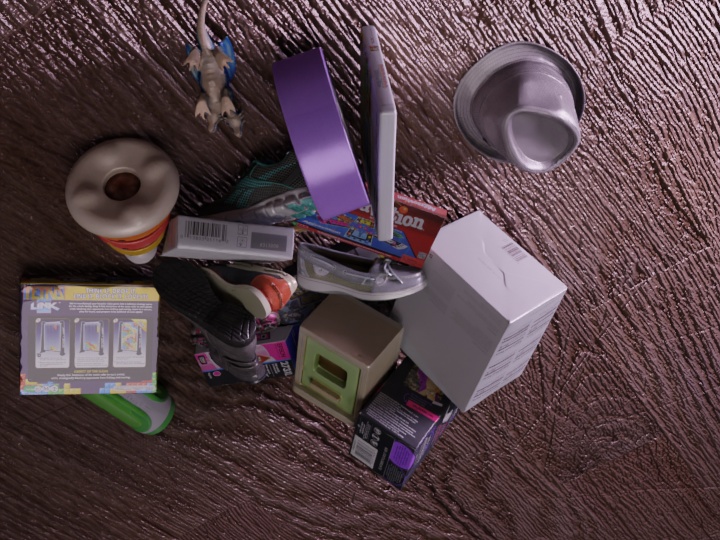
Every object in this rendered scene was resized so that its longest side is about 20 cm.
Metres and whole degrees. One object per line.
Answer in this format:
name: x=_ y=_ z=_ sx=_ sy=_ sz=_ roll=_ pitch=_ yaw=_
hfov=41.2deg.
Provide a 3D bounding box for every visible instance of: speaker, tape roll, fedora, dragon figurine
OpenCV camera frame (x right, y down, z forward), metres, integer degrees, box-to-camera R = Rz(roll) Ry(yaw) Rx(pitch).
speaker: x=-0.387 y=0.187 z=1.528 sx=0.088 sy=0.089 sz=0.200 roll=-30 pitch=134 yaw=15
tape roll: x=-0.047 y=-0.168 z=1.184 sx=0.065 sy=0.202 sz=0.201 roll=-18 pitch=136 yaw=4
fedora: x=0.228 y=-0.204 z=1.305 sx=0.176 sy=0.091 sz=0.200 roll=-35 pitch=133 yaw=19
dragon figurine: x=-0.181 y=-0.248 z=1.169 sx=0.058 sy=0.100 sz=0.203 roll=-10 pitch=117 yaw=-3

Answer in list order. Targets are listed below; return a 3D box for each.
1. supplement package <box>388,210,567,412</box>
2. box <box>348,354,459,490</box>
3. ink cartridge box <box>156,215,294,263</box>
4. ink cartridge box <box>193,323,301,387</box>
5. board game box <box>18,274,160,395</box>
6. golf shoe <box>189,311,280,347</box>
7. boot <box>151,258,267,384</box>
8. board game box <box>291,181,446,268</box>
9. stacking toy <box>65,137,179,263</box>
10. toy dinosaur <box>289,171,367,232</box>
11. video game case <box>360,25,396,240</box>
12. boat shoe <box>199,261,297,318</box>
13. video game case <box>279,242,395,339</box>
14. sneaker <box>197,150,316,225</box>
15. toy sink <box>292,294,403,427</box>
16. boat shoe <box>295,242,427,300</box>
supplement package: x=0.170 y=0.060 z=1.452 sx=0.146 sy=0.191 sz=0.202 roll=-24 pitch=147 yaw=-38
box: x=0.083 y=0.220 z=1.505 sx=0.105 sy=0.200 sz=0.123 roll=32 pitch=138 yaw=16
ink cartridge box: x=-0.193 y=-0.039 z=1.335 sx=0.158 sy=0.048 sz=0.200 roll=5 pitch=178 yaw=-20
ink cartridge box: x=-0.163 y=0.138 z=1.559 sx=0.197 sy=0.037 sz=0.095 roll=-11 pitch=138 yaw=4
board game box: x=-0.395 y=0.094 z=1.401 sx=0.197 sy=0.057 sz=0.168 roll=2 pitch=100 yaw=-17
golf shoe: x=-0.193 y=0.062 z=1.469 sx=0.072 sy=0.094 sz=0.199 roll=14 pitch=152 yaw=-43
boot: x=-0.221 y=0.080 z=1.383 sx=0.070 sy=0.199 sz=0.132 roll=-38 pitch=152 yaw=-24
board game box: x=0.011 y=-0.074 z=1.341 sx=0.197 sy=0.020 sz=0.104 roll=18 pitch=131 yaw=-6
stacking toy: x=-0.304 y=-0.067 z=1.289 sx=0.144 sy=0.148 sz=0.201 roll=-9 pitch=152 yaw=-6
toy dinosaur: x=-0.031 y=-0.085 z=1.392 sx=0.106 sy=0.061 sz=0.199 roll=38 pitch=127 yaw=-25
video game case: x=0.021 y=-0.173 z=1.212 sx=0.022 sy=0.184 sz=0.202 roll=-5 pitch=136 yaw=-5
boat shoe: x=-0.164 y=0.019 z=1.361 sx=0.062 sy=0.199 sz=0.072 roll=-39 pitch=117 yaw=-26
video game case: x=-0.038 y=0.040 z=1.521 sx=0.198 sy=0.026 sz=0.181 roll=-25 pitch=135 yaw=10
sneaker: x=-0.140 y=-0.109 z=1.315 sx=0.197 sy=0.093 sz=0.077 roll=-11 pitch=167 yaw=28
toy sink: x=-0.025 y=0.155 z=1.502 sx=0.129 sy=0.112 sz=0.202 roll=29 pitch=138 yaw=18
boat shoe: x=0.000 y=-0.001 z=1.401 sx=0.199 sy=0.074 sz=0.066 roll=7 pitch=111 yaw=19
